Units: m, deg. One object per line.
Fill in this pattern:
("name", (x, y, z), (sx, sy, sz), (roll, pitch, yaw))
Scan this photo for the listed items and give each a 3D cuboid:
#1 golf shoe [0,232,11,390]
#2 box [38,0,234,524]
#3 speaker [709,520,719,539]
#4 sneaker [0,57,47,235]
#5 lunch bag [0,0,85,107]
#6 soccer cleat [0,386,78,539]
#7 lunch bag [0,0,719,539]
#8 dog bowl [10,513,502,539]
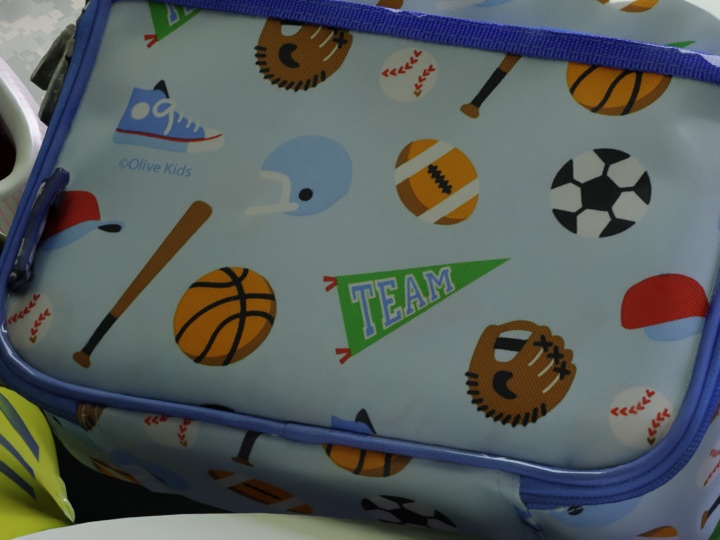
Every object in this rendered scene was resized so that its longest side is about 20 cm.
("golf shoe", (-0.124, 0.025, 0.845), (0.097, 0.079, 0.200), (8, -17, 25))
("box", (0.000, 0.000, 0.856), (0.123, 0.201, 0.198), (11, 11, 21))
("speaker", (0.148, 0.023, 0.824), (0.088, 0.201, 0.088), (7, 9, -1))
("sneaker", (-0.175, -0.064, 0.939), (0.200, 0.075, 0.105), (34, -15, 17))
("lunch bag", (-0.086, -0.026, 1.050), (0.164, 0.118, 0.200), (-30, 60, -30))
("soccer cleat", (-0.092, 0.078, 0.691), (0.083, 0.065, 0.200), (-5, 14, 6))
("lunch bag", (0.009, -0.016, 0.679), (0.199, 0.161, 0.076), (11, -22, 20))
("dog bowl", (0.008, 0.111, 0.540), (0.199, 0.079, 0.200), (8, 9, -1))
